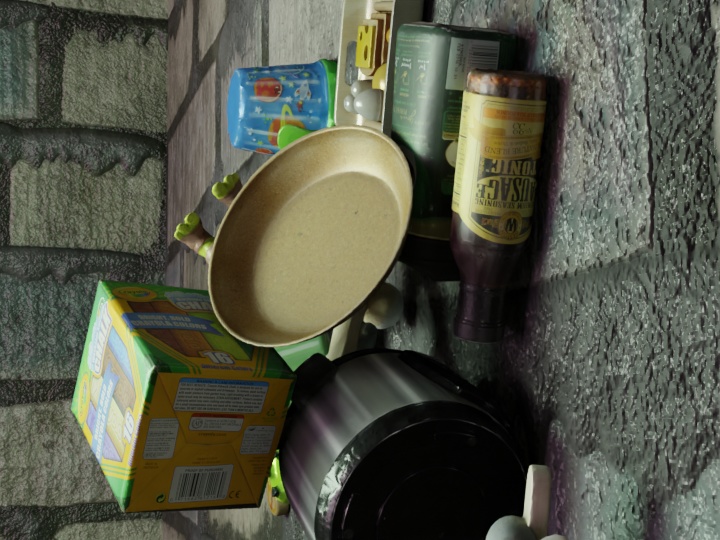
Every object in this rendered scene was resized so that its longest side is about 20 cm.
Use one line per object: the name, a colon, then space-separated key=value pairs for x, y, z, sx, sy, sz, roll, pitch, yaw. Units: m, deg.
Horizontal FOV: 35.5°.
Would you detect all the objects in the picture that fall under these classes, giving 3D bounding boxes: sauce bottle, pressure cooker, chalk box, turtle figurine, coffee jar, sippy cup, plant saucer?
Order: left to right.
chalk box: x=-0.156 y=0.088 z=0.921 sx=0.200 sy=0.123 sz=0.126 roll=42 pitch=121 yaw=52
turtle figurine: x=-0.080 y=-0.007 z=1.001 sx=0.162 sy=0.064 sz=0.200 roll=48 pitch=109 yaw=16
sippy cup: x=-0.099 y=-0.200 z=1.414 sx=0.178 sy=0.128 sz=0.143 roll=154 pitch=117 yaw=-72
plant saucer: x=-0.035 y=-0.023 z=0.905 sx=0.198 sy=0.035 sz=0.203 roll=-19 pitch=52 yaw=26
pressure cooker: x=0.023 y=0.156 z=0.892 sx=0.200 sy=0.175 sz=0.179 roll=-142 pitch=53 yaw=-69
coffee jar: x=0.069 y=-0.096 z=0.916 sx=0.104 sy=0.084 sz=0.204 roll=-150 pitch=63 yaw=-63
sauce bottle: x=0.101 y=-0.048 z=0.848 sx=0.066 sy=0.065 sz=0.204 roll=-140 pitch=51 yaw=-69

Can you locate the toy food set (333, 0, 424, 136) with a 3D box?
toy food set: x=0.009 y=-0.213 z=1.170 sx=0.200 sy=0.059 sz=0.146 roll=-143 pitch=56 yaw=-69

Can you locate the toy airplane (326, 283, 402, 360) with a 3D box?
toy airplane: x=0.000 y=0.000 z=1.081 sx=0.201 sy=0.141 sz=0.199 roll=-50 pitch=31 yaw=-2

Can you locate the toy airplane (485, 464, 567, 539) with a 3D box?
toy airplane: x=0.097 y=0.250 z=0.697 sx=0.200 sy=0.138 sz=0.203 roll=112 pitch=154 yaw=-50

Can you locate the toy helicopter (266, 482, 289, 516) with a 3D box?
toy helicopter: x=-0.125 y=0.248 z=1.599 sx=0.132 sy=0.078 sz=0.204 roll=-11 pitch=88 yaw=64

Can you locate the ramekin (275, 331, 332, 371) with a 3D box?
ramekin: x=-0.073 y=0.084 z=1.246 sx=0.200 sy=0.096 sz=0.204 roll=-17 pitch=-90 yaw=-86

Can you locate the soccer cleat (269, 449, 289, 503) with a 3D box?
soccer cleat: x=-0.032 y=0.164 z=1.162 sx=0.202 sy=0.080 sz=0.068 roll=-60 pitch=41 yaw=31
